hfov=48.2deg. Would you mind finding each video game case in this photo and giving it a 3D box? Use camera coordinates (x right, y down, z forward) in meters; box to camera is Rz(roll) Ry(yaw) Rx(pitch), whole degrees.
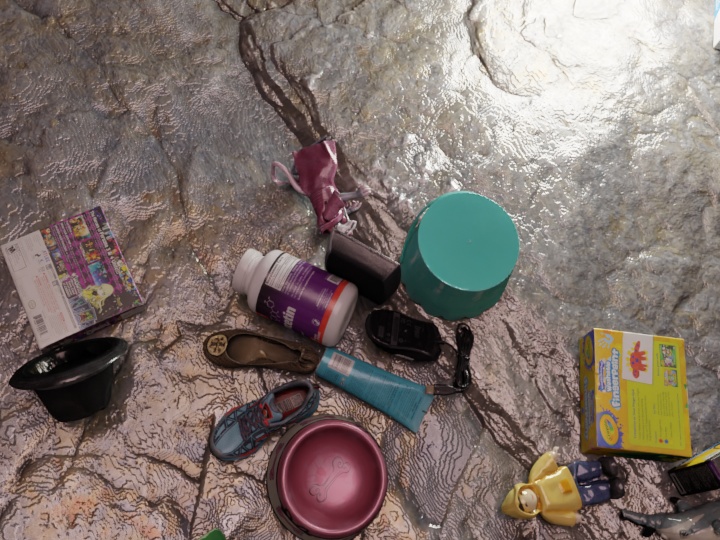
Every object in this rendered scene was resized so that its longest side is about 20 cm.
[{"bbox_3d":[-0.483,0.013,1.352,0.179,0.036,0.202,-25,74,-15],"label":"video game case"}]

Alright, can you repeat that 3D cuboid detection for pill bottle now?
[{"bbox_3d":[-0.110,0.039,1.341,0.198,0.113,0.114,24,68,8],"label":"pill bottle"}]

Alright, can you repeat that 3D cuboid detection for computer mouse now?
[{"bbox_3d":[0.097,0.146,1.361,0.197,0.046,0.142,11,56,-13],"label":"computer mouse"}]

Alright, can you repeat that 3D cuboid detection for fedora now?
[{"bbox_3d":[-0.437,0.174,1.240,0.198,0.200,0.093,-18,104,-12],"label":"fedora"}]

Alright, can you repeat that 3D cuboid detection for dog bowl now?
[{"bbox_3d":[-0.046,0.323,1.254,0.197,0.074,0.204,3,76,-10],"label":"dog bowl"}]

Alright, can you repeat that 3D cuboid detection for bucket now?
[{"bbox_3d":[0.173,-0.027,1.389,0.204,0.135,0.210,2,69,-5],"label":"bucket"}]

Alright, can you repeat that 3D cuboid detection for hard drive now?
[{"bbox_3d":[0.000,0.000,1.326,0.134,0.200,0.043,29,77,6],"label":"hard drive"}]

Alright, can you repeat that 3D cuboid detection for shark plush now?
[{"bbox_3d":[0.530,0.413,1.324,0.197,0.091,0.084,-6,48,13],"label":"shark plush"}]

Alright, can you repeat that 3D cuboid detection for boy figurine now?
[{"bbox_3d":[0.320,0.351,1.304,0.197,0.065,0.126,-8,73,-13],"label":"boy figurine"}]

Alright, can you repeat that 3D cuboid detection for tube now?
[{"bbox_3d":[0.023,0.191,1.338,0.198,0.050,0.078,26,93,1],"label":"tube"}]

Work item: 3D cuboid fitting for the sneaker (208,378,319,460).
[{"bbox_3d":[-0.155,0.226,1.278,0.198,0.096,0.080,-31,75,-16],"label":"sneaker"}]

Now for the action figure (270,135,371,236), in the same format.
[{"bbox_3d":[-0.065,-0.129,1.402,0.147,0.134,0.203,-14,69,-10],"label":"action figure"}]

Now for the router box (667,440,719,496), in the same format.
[{"bbox_3d":[0.623,0.296,1.312,0.198,0.149,0.052,-24,74,-15],"label":"router box"}]

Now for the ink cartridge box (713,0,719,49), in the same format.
[{"bbox_3d":[0.800,-0.559,1.624,0.083,0.200,0.147,13,68,-2],"label":"ink cartridge box"}]

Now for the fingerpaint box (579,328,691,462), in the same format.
[{"bbox_3d":[0.462,0.213,1.365,0.164,0.074,0.203,6,68,-5],"label":"fingerpaint box"}]

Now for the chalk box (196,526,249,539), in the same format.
[{"bbox_3d":[-0.180,0.476,1.168,0.124,0.124,0.201,-32,75,-16],"label":"chalk box"}]

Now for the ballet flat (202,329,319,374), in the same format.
[{"bbox_3d":[-0.166,0.134,1.334,0.197,0.046,0.068,10,71,3],"label":"ballet flat"}]
